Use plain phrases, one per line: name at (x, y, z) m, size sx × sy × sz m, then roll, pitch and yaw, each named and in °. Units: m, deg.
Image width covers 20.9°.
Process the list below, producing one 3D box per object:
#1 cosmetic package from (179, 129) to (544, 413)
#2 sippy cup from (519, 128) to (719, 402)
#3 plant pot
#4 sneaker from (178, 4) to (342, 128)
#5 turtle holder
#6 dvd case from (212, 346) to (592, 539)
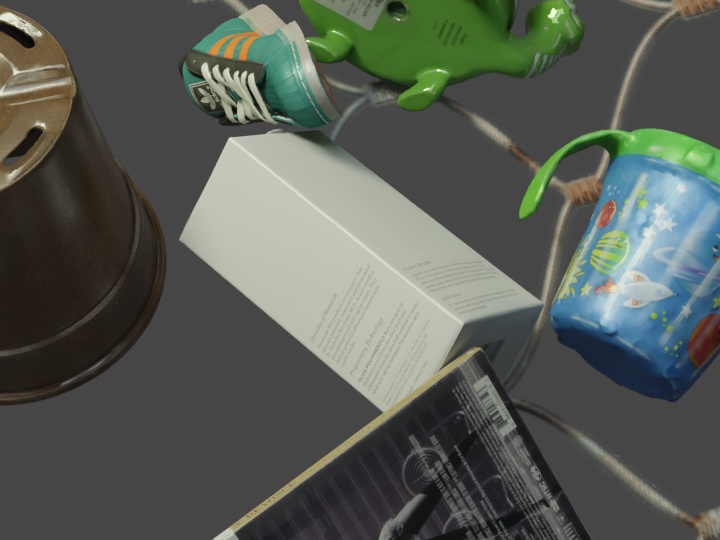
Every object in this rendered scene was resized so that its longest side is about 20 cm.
cosmetic package at (0.000, 0.000, 1.210) m, size 0.200 × 0.085 × 0.108 m, roll 38°, pitch 25°, yaw 25°
sippy cup at (0.187, 0.004, 1.200) m, size 0.178 × 0.140 × 0.130 m, roll 27°, pitch 75°, yaw 29°
plant pot at (-0.233, -0.048, 1.215) m, size 0.200 × 0.198 × 0.201 m, roll -2°, pitch 60°, yaw 3°
sneaker at (-0.070, -0.122, 1.284) m, size 0.080 × 0.071 × 0.200 m, roll -29°, pitch 19°, yaw -6°
turtle holder at (0.055, -0.201, 1.322) m, size 0.185 × 0.141 × 0.132 m, roll 6°, pitch 42°, yaw 18°
dvd case at (0.026, 0.161, 1.120) m, size 0.200 × 0.016 × 0.149 m, roll -36°, pitch 107°, yaw -17°
